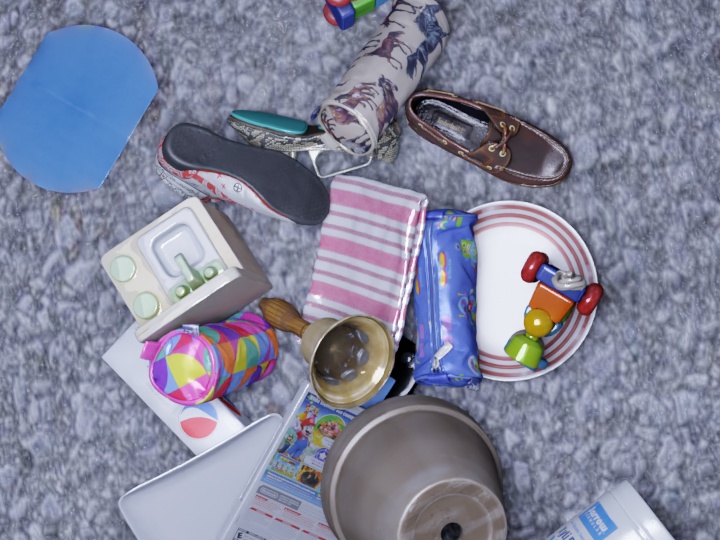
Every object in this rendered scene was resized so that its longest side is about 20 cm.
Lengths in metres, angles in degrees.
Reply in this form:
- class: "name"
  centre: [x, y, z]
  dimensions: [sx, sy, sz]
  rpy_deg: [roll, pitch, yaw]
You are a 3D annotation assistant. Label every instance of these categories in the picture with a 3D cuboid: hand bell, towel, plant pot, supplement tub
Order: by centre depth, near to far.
- class: "plant pot"
  centre: [0.073, 0.247, 1.540]
  dimensions: [0.198, 0.173, 0.202]
  rpy_deg: [-3, 101, -14]
- class: "supplement tub"
  centre: [0.243, 0.332, 1.566]
  dimensions: [0.200, 0.132, 0.132]
  rpy_deg: [-39, 82, 3]
- class: "hand bell"
  centre: [-0.057, 0.065, 1.610]
  dimensions: [0.104, 0.200, 0.105]
  rpy_deg: [-12, 113, -28]
- class: "towel"
  centre: [0.000, 0.000, 1.624]
  dimensions: [0.146, 0.030, 0.201]
  rpy_deg: [15, 95, 45]

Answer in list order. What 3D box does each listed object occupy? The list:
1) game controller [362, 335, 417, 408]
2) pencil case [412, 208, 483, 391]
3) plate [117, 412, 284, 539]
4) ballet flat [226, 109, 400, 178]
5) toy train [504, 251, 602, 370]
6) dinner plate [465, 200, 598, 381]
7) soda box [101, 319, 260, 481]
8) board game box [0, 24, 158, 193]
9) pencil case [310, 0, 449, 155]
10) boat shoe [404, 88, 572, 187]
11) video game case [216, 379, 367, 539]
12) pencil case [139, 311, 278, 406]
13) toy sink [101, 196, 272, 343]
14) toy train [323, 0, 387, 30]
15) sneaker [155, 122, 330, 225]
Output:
- class: "game controller"
  centre: [-0.013, 0.152, 1.656]
  dimensions: [0.104, 0.042, 0.201]
  rpy_deg: [34, 90, 8]
- class: "pencil case"
  centre: [0.092, 0.031, 1.608]
  dimensions: [0.077, 0.087, 0.202]
  rpy_deg: [-3, 84, 18]
- class: "plate"
  centre: [-0.139, 0.275, 1.620]
  dimensions: [0.199, 0.032, 0.201]
  rpy_deg: [-28, 113, -7]
- class: "ballet flat"
  centre: [-0.054, -0.142, 1.677]
  dimensions: [0.198, 0.068, 0.076]
  rpy_deg: [2, 108, 6]
- class: "toy train"
  centre: [0.188, 0.049, 1.531]
  dimensions: [0.084, 0.200, 0.116]
  rpy_deg: [29, 95, 9]
- class: "dinner plate"
  centre: [0.165, 0.023, 1.653]
  dimensions: [0.199, 0.024, 0.202]
  rpy_deg: [-1, 85, 7]
- class: "soda box"
  centre: [-0.196, 0.146, 1.666]
  dimensions: [0.200, 0.068, 0.064]
  rpy_deg: [44, 91, 8]
- class: "board game box"
  centre: [-0.328, -0.185, 1.725]
  dimensions: [0.157, 0.039, 0.201]
  rpy_deg: [29, 85, 13]
- class: "pencil case"
  centre: [0.026, -0.219, 1.625]
  dimensions: [0.078, 0.089, 0.201]
  rpy_deg: [49, 59, -28]
- class: "boat shoe"
  centre: [0.141, -0.147, 1.646]
  dimensions: [0.199, 0.070, 0.071]
  rpy_deg: [20, 87, 7]
- class: "video game case"
  centre: [-0.050, 0.235, 1.609]
  dimensions: [0.143, 0.018, 0.201]
  rpy_deg: [28, 92, -25]
- class: "pencil case"
  centre: [-0.158, 0.092, 1.599]
  dimensions: [0.088, 0.200, 0.089]
  rpy_deg: [0, 92, 18]
- class: "toy sink"
  centre: [-0.193, 0.002, 1.611]
  dimensions: [0.130, 0.200, 0.112]
  rpy_deg: [-34, 83, 4]
- class: "toy train"
  centre: [-0.022, -0.386, 1.683]
  dimensions: [0.115, 0.085, 0.201]
  rpy_deg: [-26, 83, -6]
- class: "sneaker"
  centre: [-0.136, -0.102, 1.670]
  dimensions: [0.200, 0.108, 0.068]
  rpy_deg: [23, 74, -14]
